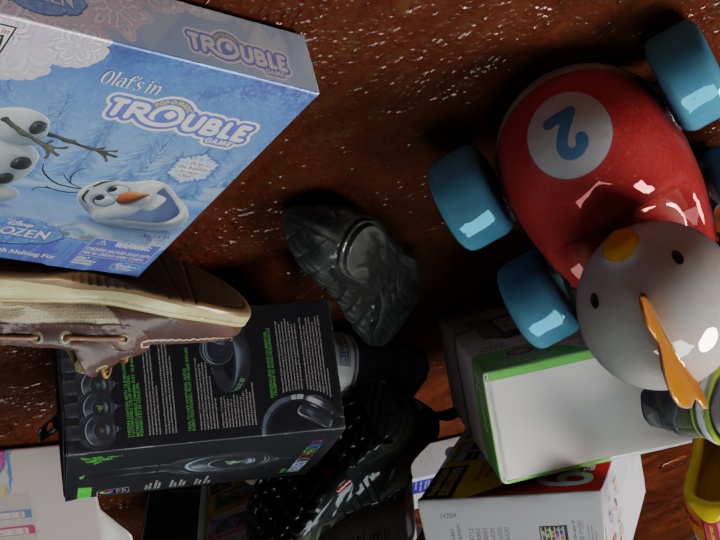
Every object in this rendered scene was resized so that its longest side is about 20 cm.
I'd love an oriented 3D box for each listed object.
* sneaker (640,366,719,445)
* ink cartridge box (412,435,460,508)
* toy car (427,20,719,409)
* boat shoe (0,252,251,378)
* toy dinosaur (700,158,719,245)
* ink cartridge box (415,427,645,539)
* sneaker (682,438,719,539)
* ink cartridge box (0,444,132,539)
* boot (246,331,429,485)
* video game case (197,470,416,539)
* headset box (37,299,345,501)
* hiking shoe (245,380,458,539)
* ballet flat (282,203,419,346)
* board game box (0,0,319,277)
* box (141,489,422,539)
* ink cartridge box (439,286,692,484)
[{"bbox_3d":[0.238,0.026,0.894,0.080,0.200,0.074,-4,130,47],"label":"sneaker"},{"bbox_3d":[0.059,0.208,1.409,0.197,0.040,0.100,-11,153,-6],"label":"ink cartridge box"},{"bbox_3d":[0.158,-0.008,0.810,0.183,0.201,0.177,-29,122,15],"label":"toy car"},{"bbox_3d":[-0.167,0.028,0.876,0.198,0.072,0.073,7,115,-30],"label":"boat shoe"},{"bbox_3d":[0.203,-0.019,0.992,0.135,0.103,0.199,-13,177,34],"label":"toy dinosaur"},{"bbox_3d":[0.113,0.169,1.050,0.173,0.085,0.200,-7,-169,18],"label":"ink cartridge box"},{"bbox_3d":[0.259,0.087,0.926,0.072,0.201,0.077,2,142,24],"label":"sneaker"},{"bbox_3d":[-0.297,0.229,1.163,0.198,0.126,0.129,-3,152,-23],"label":"ink cartridge box"},{"bbox_3d":[-0.025,0.121,1.154,0.089,0.073,0.200,8,145,-28],"label":"boot"},{"bbox_3d":[-0.049,0.199,1.187,0.198,0.183,0.022,-22,126,15],"label":"video game case"},{"bbox_3d":[-0.127,0.094,0.989,0.197,0.094,0.174,-4,163,-14],"label":"headset box"},{"bbox_3d":[-0.008,0.171,1.111,0.100,0.076,0.200,18,129,-40],"label":"hiking shoe"},{"bbox_3d":[0.000,0.000,0.977,0.067,0.056,0.200,-56,157,-12],"label":"ballet flat"},{"bbox_3d":[-0.158,-0.072,0.744,0.198,0.044,0.199,8,145,-38],"label":"board game box"},{"bbox_3d":[-0.073,0.280,1.322,0.198,0.125,0.198,-5,158,31],"label":"box"},{"bbox_3d":[0.146,0.075,1.038,0.144,0.085,0.200,-12,-170,-4],"label":"ink cartridge box"}]
